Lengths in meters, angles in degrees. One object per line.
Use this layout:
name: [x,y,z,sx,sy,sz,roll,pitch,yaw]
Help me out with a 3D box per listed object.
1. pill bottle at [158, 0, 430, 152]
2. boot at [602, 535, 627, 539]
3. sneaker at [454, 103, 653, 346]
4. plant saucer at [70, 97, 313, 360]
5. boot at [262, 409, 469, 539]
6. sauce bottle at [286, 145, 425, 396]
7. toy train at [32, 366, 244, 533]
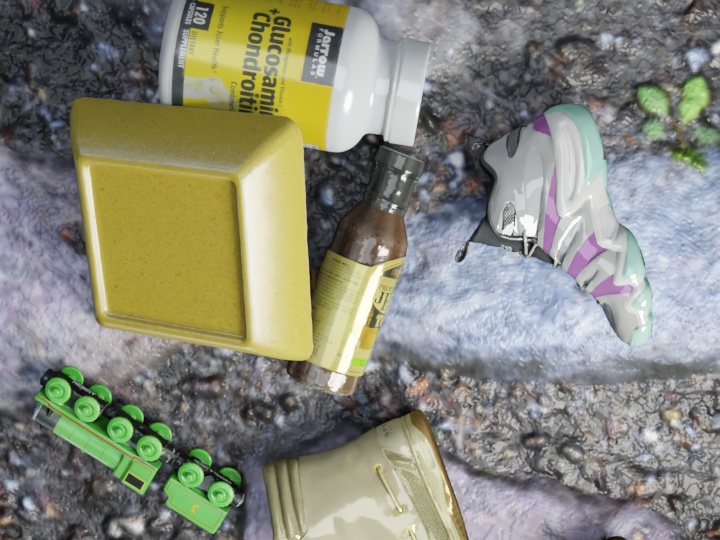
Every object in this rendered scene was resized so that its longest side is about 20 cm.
pill bottle: [-0.049,-0.155,0.900,0.198,0.112,0.113,10,96,1]
boot: [0.186,0.340,0.958,0.200,0.072,0.155,-39,94,0]
sneaker: [0.146,-0.020,0.929,0.139,0.078,0.202,-19,85,5]
plant saucer: [-0.139,-0.023,0.890,0.198,0.048,0.202,8,117,20]
boot: [0.012,0.232,0.953,0.154,0.073,0.202,-18,93,3]
sauce bottle: [0.000,0.000,0.936,0.064,0.065,0.202,20,97,0]
toy train: [-0.189,0.151,0.971,0.199,0.042,0.057,32,106,-1]
